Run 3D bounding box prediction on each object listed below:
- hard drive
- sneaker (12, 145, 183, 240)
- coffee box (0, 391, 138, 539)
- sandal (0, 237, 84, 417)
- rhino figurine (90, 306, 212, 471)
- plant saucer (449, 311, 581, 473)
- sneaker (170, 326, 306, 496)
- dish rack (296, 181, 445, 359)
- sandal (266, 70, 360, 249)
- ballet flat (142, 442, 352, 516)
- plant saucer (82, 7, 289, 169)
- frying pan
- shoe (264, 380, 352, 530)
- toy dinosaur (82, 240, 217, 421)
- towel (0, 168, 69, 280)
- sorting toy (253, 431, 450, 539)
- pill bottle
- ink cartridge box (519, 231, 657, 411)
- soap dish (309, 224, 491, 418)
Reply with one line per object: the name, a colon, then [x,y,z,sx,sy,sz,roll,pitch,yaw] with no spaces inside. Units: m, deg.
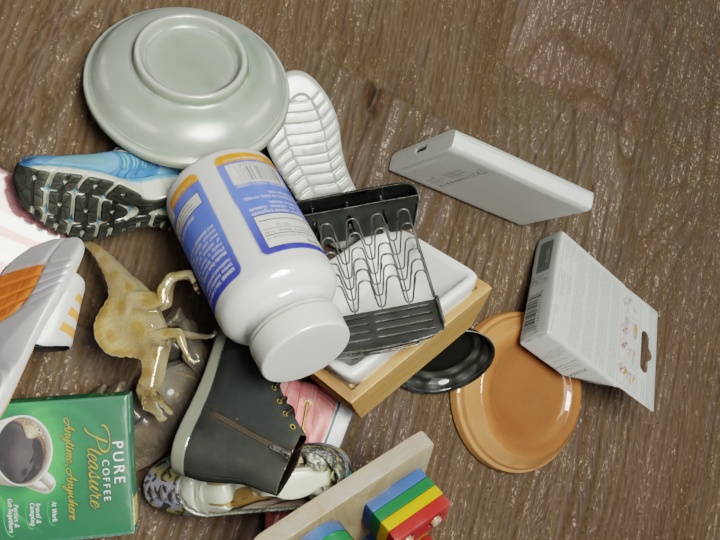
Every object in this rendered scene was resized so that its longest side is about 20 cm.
hard drive: [0.150,-0.103,0.968,0.200,0.132,0.026,19,76,-26]
sneaker: [-0.230,-0.085,0.795,0.200,0.078,0.090,1,48,-39]
coffee box: [-0.294,0.171,0.714,0.199,0.044,0.123,-4,88,-9]
sandal: [-0.290,0.064,0.719,0.059,0.079,0.207,57,40,-48]
rhino figurine: [-0.209,0.137,0.789,0.087,0.060,0.200,46,69,-26]
plant saucer: [0.201,0.150,1.028,0.200,0.037,0.201,3,83,-29]
sneaker: [-0.089,0.109,0.778,0.106,0.075,0.200,14,61,8]
dish rack: [0.000,0.000,0.827,0.153,0.200,0.055,-11,132,0]
sandal: [-0.055,-0.115,0.908,0.082,0.050,0.203,-25,111,-14]
ballet flat: [-0.106,0.196,0.780,0.200,0.072,0.072,-4,87,-4]
plant saucer: [-0.164,-0.191,0.803,0.200,0.050,0.201,6,61,-11]
frying pan: [0.061,0.115,0.949,0.190,0.031,0.115,-22,138,7]
shoe: [-0.084,0.208,0.852,0.091,0.071,0.200,23,80,-9]
toy dinosaur: [-0.195,0.031,0.753,0.101,0.058,0.200,-23,71,-12]
towel: [-0.350,0.004,0.747,0.144,0.023,0.200,27,75,-26]
sorting toy: [-0.007,0.280,0.808,0.199,0.200,0.070,-26,55,-31]
pill bottle: [-0.089,-0.004,0.744,0.112,0.112,0.200,-12,56,-29]
ink cartridge box: [0.294,0.070,1.056,0.200,0.057,0.163,38,49,-26]
soap dish: [0.014,0.049,0.871,0.200,0.157,0.081,-36,138,-26]
